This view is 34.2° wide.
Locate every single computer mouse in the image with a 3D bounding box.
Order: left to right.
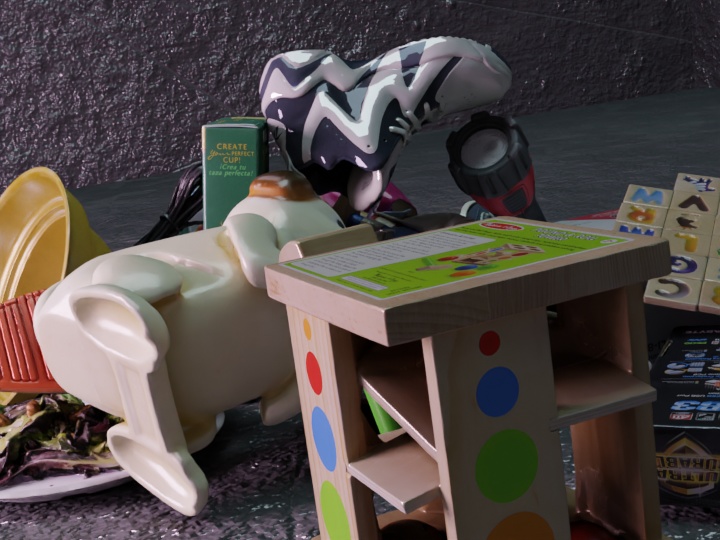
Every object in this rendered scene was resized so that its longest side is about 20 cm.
[{"bbox_3d":[-0.101,0.016,0.984,0.141,0.200,0.046,-49,31,0],"label":"computer mouse"}]

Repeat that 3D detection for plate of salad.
[{"bbox_3d":[-0.189,0.102,0.767,0.198,0.049,0.200,-7,12,1],"label":"plate of salad"}]

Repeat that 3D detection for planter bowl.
[{"bbox_3d":[-0.248,0.026,0.940,0.083,0.203,0.199,19,-7,-37],"label":"planter bowl"}]

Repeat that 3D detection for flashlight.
[{"bbox_3d":[0.131,-0.052,0.993,0.067,0.068,0.200,11,-22,29],"label":"flashlight"}]

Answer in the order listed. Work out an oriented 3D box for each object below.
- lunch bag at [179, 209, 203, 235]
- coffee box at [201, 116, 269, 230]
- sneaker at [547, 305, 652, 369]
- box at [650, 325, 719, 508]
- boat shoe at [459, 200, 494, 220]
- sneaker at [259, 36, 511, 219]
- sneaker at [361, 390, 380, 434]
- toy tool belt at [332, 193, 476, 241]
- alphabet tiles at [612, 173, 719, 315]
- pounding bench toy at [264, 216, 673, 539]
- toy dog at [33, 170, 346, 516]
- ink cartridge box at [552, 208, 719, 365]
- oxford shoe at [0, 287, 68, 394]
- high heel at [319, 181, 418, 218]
[{"bbox_3d":[-0.082,-0.017,1.135,0.198,0.123,0.170,9,6,-5],"label":"lunch bag"},{"bbox_3d":[-0.093,-0.015,0.894,0.043,0.203,0.123,1,11,0],"label":"coffee box"},{"bbox_3d":[0.127,0.036,0.805,0.074,0.083,0.199,-13,12,-30],"label":"sneaker"},{"bbox_3d":[0.253,0.073,0.624,0.198,0.050,0.198,-2,13,23],"label":"box"},{"bbox_3d":[0.122,-0.025,1.151,0.061,0.076,0.200,-5,12,19],"label":"boat shoe"},{"bbox_3d":[0.027,-0.101,0.888,0.197,0.131,0.080,-3,-21,-16],"label":"sneaker"},{"bbox_3d":[0.004,0.070,0.746,0.115,0.077,0.199,-21,17,-41],"label":"sneaker"},{"bbox_3d":[0.000,0.000,0.943,0.122,0.126,0.199,17,17,37],"label":"toy tool belt"},{"bbox_3d":[0.253,-0.019,0.787,0.165,0.006,0.200,10,30,17],"label":"alphabet tiles"},{"bbox_3d":[0.033,0.065,0.519,0.123,0.158,0.200,-12,12,-23],"label":"pounding bench toy"},{"bbox_3d":[-0.080,0.026,0.714,0.199,0.141,0.193,-31,26,-35],"label":"toy dog"},{"bbox_3d":[0.207,0.011,0.883,0.144,0.084,0.200,-11,12,-19],"label":"ink cartridge box"},{"bbox_3d":[-0.172,0.054,0.774,0.198,0.072,0.073,-6,-26,-26],"label":"oxford shoe"},{"bbox_3d":[0.047,-0.031,1.092,0.096,0.200,0.068,23,73,45],"label":"high heel"}]
